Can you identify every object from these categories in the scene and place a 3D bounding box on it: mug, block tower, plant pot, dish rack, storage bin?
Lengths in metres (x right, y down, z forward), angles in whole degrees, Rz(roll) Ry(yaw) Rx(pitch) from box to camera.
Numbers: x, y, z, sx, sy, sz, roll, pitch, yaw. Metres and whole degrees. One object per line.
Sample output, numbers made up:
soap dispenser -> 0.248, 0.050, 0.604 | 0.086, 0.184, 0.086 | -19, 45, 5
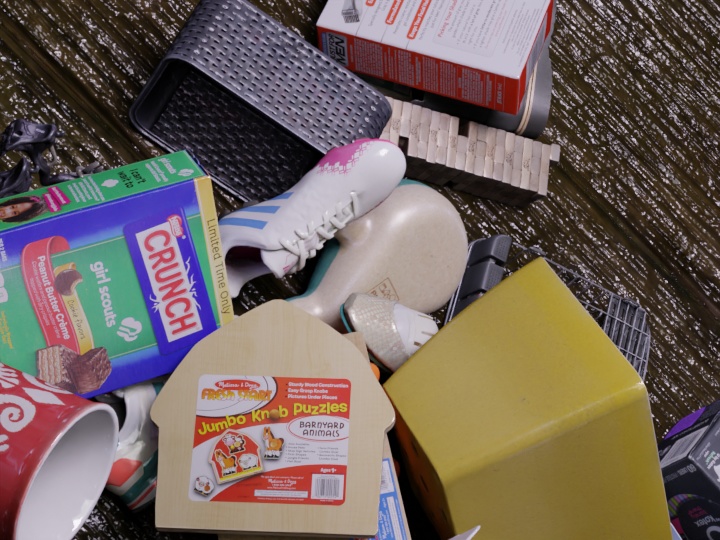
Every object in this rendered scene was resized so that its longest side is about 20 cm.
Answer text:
mug -> -0.314, 0.143, 1.410 | 0.199, 0.133, 0.178 | 25, 95, 17
block tower -> 0.092, -0.112, 1.762 | 0.199, 0.054, 0.058 | 13, 72, -19
plant pot -> 0.131, 0.145, 1.550 | 0.176, 0.201, 0.200 | -22, 38, -8
dish rack -> 0.180, 0.064, 1.737 | 0.199, 0.055, 0.154 | 26, 63, -16
storage bin -> -0.090, -0.141, 1.641 | 0.200, 0.135, 0.094 | 34, 57, -9

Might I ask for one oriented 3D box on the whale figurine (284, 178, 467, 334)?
whale figurine -> 0.000, 0.000, 1.660 | 0.200, 0.104, 0.159 | -39, 128, -12

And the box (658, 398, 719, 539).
box -> 0.368, 0.229, 1.715 | 0.200, 0.122, 0.106 | 46, 58, -1

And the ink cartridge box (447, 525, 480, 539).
ink cartridge box -> 0.045, 0.288, 1.496 | 0.068, 0.200, 0.115 | 47, 59, -1

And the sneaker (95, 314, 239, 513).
sneaker -> -0.168, 0.101, 1.548 | 0.093, 0.070, 0.200 | 38, 62, -13

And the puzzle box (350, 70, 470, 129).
puzzle box -> 0.068, -0.214, 1.811 | 0.199, 0.025, 0.134 | 18, 64, -17

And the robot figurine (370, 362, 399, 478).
robot figurine -> -0.050, 0.162, 1.554 | 0.144, 0.116, 0.201 | 46, 54, -37

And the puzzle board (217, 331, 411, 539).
puzzle board -> -0.051, 0.155, 1.483 | 0.150, 0.017, 0.201 | -11, 63, -4

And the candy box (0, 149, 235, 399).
candy box -> -0.210, 0.010, 1.489 | 0.199, 0.077, 0.170 | -18, 120, -16

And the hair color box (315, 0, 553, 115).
hair color box -> 0.070, -0.229, 1.721 | 0.199, 0.064, 0.111 | 17, 61, 11

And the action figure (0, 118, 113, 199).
action figure -> -0.235, -0.046, 1.565 | 0.200, 0.102, 0.119 | 37, 46, -38

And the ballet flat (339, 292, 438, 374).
ballet flat -> 0.054, 0.069, 1.618 | 0.200, 0.062, 0.068 | 45, 26, -46

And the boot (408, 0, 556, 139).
boot -> 0.115, -0.235, 1.788 | 0.138, 0.078, 0.201 | 8, 64, -15

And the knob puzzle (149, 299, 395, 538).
knob puzzle -> -0.070, 0.120, 1.476 | 0.218, 0.030, 0.221 | -1, 63, 2

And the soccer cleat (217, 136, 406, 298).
soccer cleat -> -0.044, -0.038, 1.560 | 0.070, 0.199, 0.087 | 44, 28, -36

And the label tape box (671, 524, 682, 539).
label tape box -> 0.219, 0.268, 1.666 | 0.143, 0.066, 0.200 | -29, 80, -31
